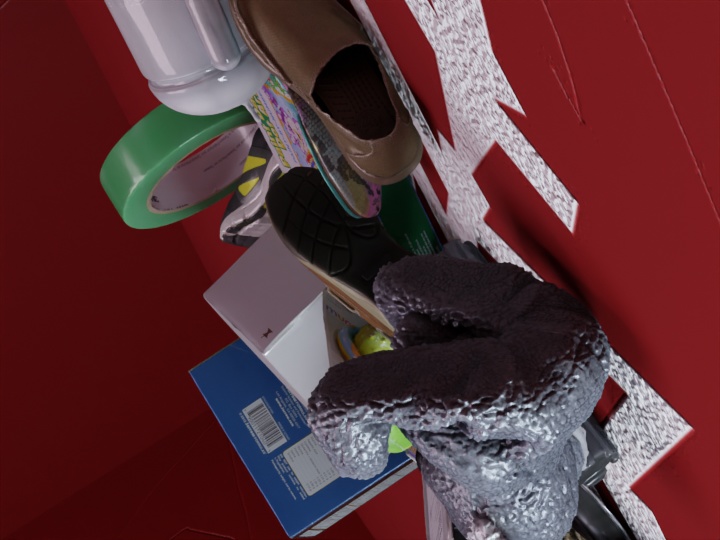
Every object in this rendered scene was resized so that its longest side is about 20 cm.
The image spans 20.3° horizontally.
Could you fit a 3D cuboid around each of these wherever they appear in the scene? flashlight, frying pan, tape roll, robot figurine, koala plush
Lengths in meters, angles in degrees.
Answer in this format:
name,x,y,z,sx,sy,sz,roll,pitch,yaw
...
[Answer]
name,x,y,z,sx,sy,sz,roll,pitch,yaw
flashlight,0.112,0.070,1.485,0.200,0.067,0.068,54,138,21
frying pan,0.151,0.158,1.607,0.190,0.031,0.115,49,173,-25
tape roll,-0.154,-0.117,1.939,0.048,0.200,0.201,56,172,13
robot figurine,-0.137,-0.208,1.594,0.201,0.113,0.170,64,173,-25
koala plush,0.092,0.116,1.333,0.183,0.178,0.201,2,129,28

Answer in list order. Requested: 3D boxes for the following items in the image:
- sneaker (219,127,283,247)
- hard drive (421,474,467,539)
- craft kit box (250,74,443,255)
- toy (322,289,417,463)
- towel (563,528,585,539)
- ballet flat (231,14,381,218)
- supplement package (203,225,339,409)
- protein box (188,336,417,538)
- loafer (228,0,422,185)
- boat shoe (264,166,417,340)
name,x,y,z,sx,sy,sz,roll,pitch,yaw
sneaker,-0.076,-0.088,1.888,0.200,0.074,0.085,134,140,-52
hard drive,0.077,0.186,1.646,0.140,0.038,0.201,96,172,-51
craft kit box,-0.023,-0.097,1.688,0.197,0.048,0.201,36,157,59
toy,0.027,0.079,1.620,0.115,0.047,0.200,39,-161,-18
towel,0.143,0.164,1.749,0.201,0.036,0.148,60,173,-13
ballet flat,-0.024,-0.138,1.518,0.201,0.071,0.069,60,-157,5
supplement package,-0.026,0.063,1.805,0.117,0.117,0.200,41,174,47
protein box,-0.028,0.133,2.026,0.199,0.199,0.135,57,-177,10
loafer,-0.023,-0.154,1.457,0.200,0.076,0.067,49,168,10
boat shoe,0.000,0.000,1.605,0.200,0.076,0.074,44,163,25
